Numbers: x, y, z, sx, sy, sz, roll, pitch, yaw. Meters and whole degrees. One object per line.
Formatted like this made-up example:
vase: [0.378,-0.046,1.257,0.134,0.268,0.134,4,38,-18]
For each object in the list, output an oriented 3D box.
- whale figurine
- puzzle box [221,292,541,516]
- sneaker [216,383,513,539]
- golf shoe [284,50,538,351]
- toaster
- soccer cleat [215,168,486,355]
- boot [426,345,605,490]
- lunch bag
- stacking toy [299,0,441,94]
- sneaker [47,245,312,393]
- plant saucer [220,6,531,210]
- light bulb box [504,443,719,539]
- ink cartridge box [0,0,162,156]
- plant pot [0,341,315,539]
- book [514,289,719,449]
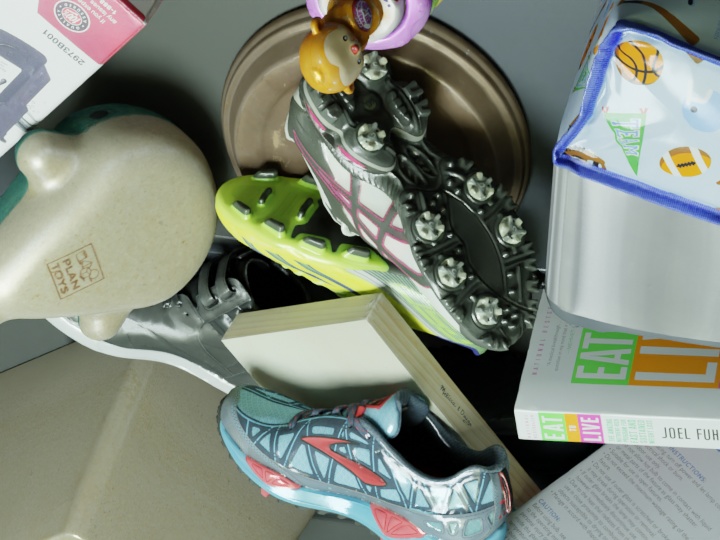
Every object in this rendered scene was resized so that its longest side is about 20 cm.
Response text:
whale figurine: [-0.189,-0.026,1.330,0.104,0.200,0.160,42,156,47]
puzzle box: [0.016,0.097,1.364,0.133,0.025,0.200,-9,130,43]
sneaker: [0.007,0.104,1.311,0.199,0.079,0.096,23,122,14]
golf shoe: [0.030,-0.037,1.257,0.200,0.077,0.088,56,150,2]
toaster: [0.184,-0.037,1.236,0.199,0.114,0.130,9,128,16]
soccer cleat: [0.000,0.001,1.323,0.199,0.065,0.084,20,137,1]
boot: [0.112,0.140,1.432,0.199,0.077,0.169,3,127,8]
lunch bag: [0.222,-0.106,1.124,0.199,0.170,0.124,23,134,0]
stacking toy: [0.006,-0.159,1.127,0.109,0.200,0.116,-11,124,26]
sneaker: [-0.120,0.013,1.412,0.199,0.071,0.099,22,131,-8]
plant saucer: [0.006,-0.075,1.318,0.199,0.030,0.201,9,131,11]
light bulb box: [0.192,0.216,1.358,0.200,0.125,0.199,-35,132,-8]
ink cartridge box: [-0.226,-0.162,1.281,0.145,0.084,0.200,41,130,-17]
plant pot: [-0.177,0.180,1.497,0.199,0.177,0.200,-22,119,32]
book: [0.203,0.055,1.291,0.199,0.134,0.048,1,129,17]
